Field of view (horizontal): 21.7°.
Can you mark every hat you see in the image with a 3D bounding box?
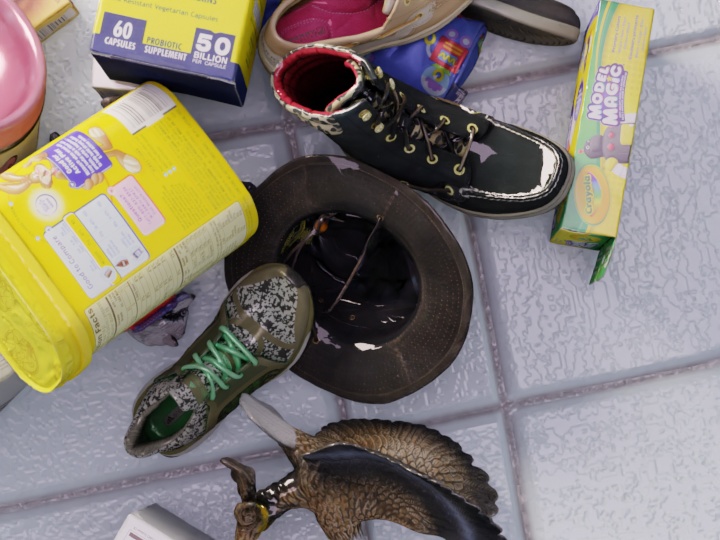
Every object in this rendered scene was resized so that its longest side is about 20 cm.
[{"bbox_3d":[0.000,0.000,1.439,0.198,0.081,0.203,5,107,18],"label":"hat"}]

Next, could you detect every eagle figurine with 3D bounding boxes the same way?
[{"bbox_3d":[0.004,0.165,1.399,0.198,0.152,0.153,-13,50,5],"label":"eagle figurine"}]

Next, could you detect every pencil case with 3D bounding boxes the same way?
[{"bbox_3d":[0.000,-0.191,1.462,0.198,0.078,0.088,26,101,2],"label":"pencil case"}]

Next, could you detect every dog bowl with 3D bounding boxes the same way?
[{"bbox_3d":[-0.315,-0.144,1.354,0.198,0.074,0.202,18,48,-21],"label":"dog bowl"}]

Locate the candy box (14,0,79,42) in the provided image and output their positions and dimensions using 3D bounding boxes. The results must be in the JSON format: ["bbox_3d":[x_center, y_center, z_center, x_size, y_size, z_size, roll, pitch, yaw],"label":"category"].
[{"bbox_3d":[-0.336,-0.194,1.478,0.199,0.056,0.117,-37,87,0],"label":"candy box"}]

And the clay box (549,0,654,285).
[{"bbox_3d":[0.181,-0.094,1.433,0.047,0.115,0.202,11,86,2],"label":"clay box"}]

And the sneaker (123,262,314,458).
[{"bbox_3d":[-0.109,0.079,1.410,0.077,0.089,0.200,42,111,1],"label":"sneaker"}]

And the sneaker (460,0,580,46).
[{"bbox_3d":[0.093,-0.254,1.466,0.198,0.075,0.107,24,86,3],"label":"sneaker"}]

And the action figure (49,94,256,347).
[{"bbox_3d":[-0.176,-0.034,1.457,0.199,0.105,0.195,-26,93,-15],"label":"action figure"}]

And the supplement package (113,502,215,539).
[{"bbox_3d":[-0.106,0.274,1.391,0.199,0.156,0.112,32,86,3],"label":"supplement package"}]

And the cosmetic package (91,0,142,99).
[{"bbox_3d":[-0.174,-0.234,1.466,0.050,0.083,0.203,4,87,-1],"label":"cosmetic package"}]

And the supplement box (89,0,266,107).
[{"bbox_3d":[-0.120,-0.235,1.371,0.108,0.110,0.202,11,85,0],"label":"supplement box"}]

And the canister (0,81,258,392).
[{"bbox_3d":[-0.186,-0.029,1.336,0.200,0.086,0.149,-37,89,-33],"label":"canister"}]

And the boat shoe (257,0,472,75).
[{"bbox_3d":[0.016,-0.204,1.389,0.199,0.069,0.074,-31,82,-8],"label":"boat shoe"}]

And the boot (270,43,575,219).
[{"bbox_3d":[0.043,-0.100,1.364,0.202,0.153,0.074,17,84,29],"label":"boot"}]

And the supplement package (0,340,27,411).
[{"bbox_3d":[-0.360,0.046,1.379,0.191,0.147,0.201,-41,86,33],"label":"supplement package"}]
